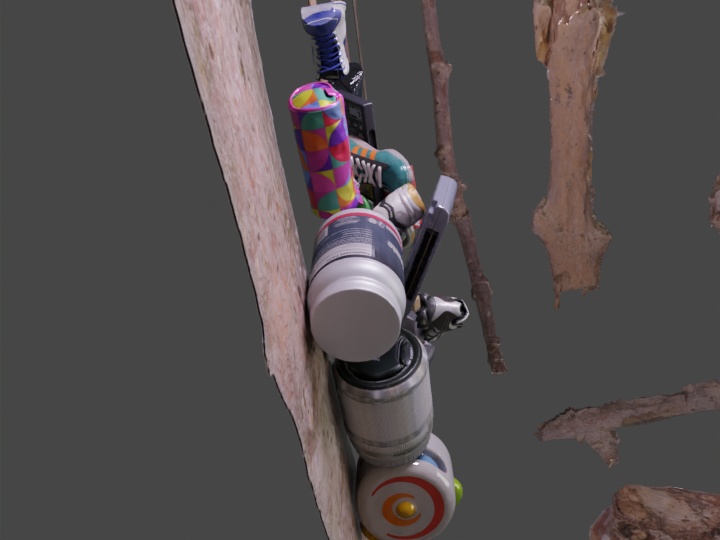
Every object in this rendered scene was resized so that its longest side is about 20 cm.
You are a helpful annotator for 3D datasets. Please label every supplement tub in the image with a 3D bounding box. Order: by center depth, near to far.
[{"bbox_3d":[-0.005,0.017,1.012,0.202,0.137,0.143,-89,171,-55],"label":"supplement tub"}]

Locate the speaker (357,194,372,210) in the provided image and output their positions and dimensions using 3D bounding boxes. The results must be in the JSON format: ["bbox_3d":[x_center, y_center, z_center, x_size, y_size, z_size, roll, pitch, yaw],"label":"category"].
[{"bbox_3d":[-0.010,-0.093,1.380,0.200,0.086,0.091,53,32,-80],"label":"speaker"}]

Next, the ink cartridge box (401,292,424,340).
[{"bbox_3d":[0.058,0.083,1.381,0.198,0.066,0.118,28,-41,40],"label":"ink cartridge box"}]

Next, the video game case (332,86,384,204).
[{"bbox_3d":[-0.016,-0.241,1.331,0.200,0.025,0.184,41,-36,56],"label":"video game case"}]

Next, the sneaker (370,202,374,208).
[{"bbox_3d":[0.002,-0.132,1.529,0.198,0.141,0.078,30,16,-33],"label":"sneaker"}]

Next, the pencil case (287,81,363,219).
[{"bbox_3d":[-0.050,-0.174,1.048,0.089,0.086,0.202,-90,171,-46],"label":"pencil case"}]

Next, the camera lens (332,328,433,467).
[{"bbox_3d":[0.041,0.207,1.188,0.161,0.156,0.203,-89,171,-53],"label":"camera lens"}]

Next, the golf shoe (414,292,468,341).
[{"bbox_3d":[0.159,0.093,1.334,0.200,0.092,0.080,41,50,-74],"label":"golf shoe"}]

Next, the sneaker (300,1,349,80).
[{"bbox_3d":[-0.054,-0.407,1.276,0.199,0.079,0.118,-64,145,-83],"label":"sneaker"}]

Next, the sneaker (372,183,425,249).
[{"bbox_3d":[0.043,-0.077,1.167,0.076,0.087,0.201,58,-13,14],"label":"sneaker"}]

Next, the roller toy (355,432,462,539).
[{"bbox_3d":[0.078,0.391,1.275,0.140,0.196,0.186,-85,157,-67],"label":"roller toy"}]

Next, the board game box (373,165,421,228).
[{"bbox_3d":[0.060,-0.129,1.277,0.200,0.019,0.105,-167,-113,-73],"label":"board game box"}]

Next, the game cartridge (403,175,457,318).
[{"bbox_3d":[0.099,-0.039,1.094,0.134,0.040,0.203,-73,-178,-58],"label":"game cartridge"}]

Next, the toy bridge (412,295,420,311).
[{"bbox_3d":[0.016,0.082,1.166,0.198,0.066,0.028,-29,123,-38],"label":"toy bridge"}]

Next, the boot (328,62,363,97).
[{"bbox_3d":[-0.021,-0.326,1.541,0.169,0.075,0.203,71,20,-51],"label":"boot"}]

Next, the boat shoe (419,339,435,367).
[{"bbox_3d":[0.058,0.148,1.311,0.066,0.198,0.071,-42,114,-34],"label":"boat shoe"}]

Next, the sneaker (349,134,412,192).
[{"bbox_3d":[0.004,-0.173,1.201,0.199,0.079,0.073,31,-45,44],"label":"sneaker"}]
